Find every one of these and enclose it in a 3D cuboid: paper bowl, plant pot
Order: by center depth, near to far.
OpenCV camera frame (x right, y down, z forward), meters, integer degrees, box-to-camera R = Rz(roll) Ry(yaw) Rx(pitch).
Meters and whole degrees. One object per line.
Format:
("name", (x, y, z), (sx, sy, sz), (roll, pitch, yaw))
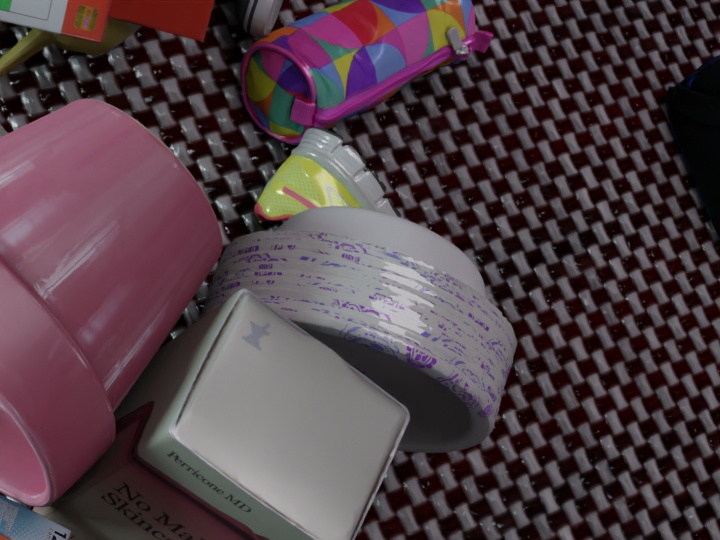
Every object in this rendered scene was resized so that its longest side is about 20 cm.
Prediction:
("plant pot", (-0.185, 0.004, 1.033), (0.200, 0.200, 0.179), (48, 65, -6))
("paper bowl", (0.002, 0.032, 1.159), (0.201, 0.201, 0.104), (28, 66, -21))

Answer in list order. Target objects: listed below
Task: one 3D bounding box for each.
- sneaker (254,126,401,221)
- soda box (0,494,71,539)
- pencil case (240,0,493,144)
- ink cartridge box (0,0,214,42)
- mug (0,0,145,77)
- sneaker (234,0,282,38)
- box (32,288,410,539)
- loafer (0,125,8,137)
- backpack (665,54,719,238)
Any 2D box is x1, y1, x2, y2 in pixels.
("sneaker", (0.000, 0.000, 1.272), (0.090, 0.078, 0.200), (-43, 100, -16))
("soda box", (-0.233, 0.224, 1.004), (0.064, 0.068, 0.200), (31, 54, -19))
("pencil case", (0.005, -0.162, 1.331), (0.200, 0.088, 0.088), (-30, 88, -36))
("ink cartridge box", (-0.180, -0.203, 1.109), (0.200, 0.109, 0.050), (12, 25, -12))
("mug", (-0.209, -0.217, 1.203), (0.153, 0.187, 0.149), (49, 18, -17))
("sneaker", (-0.078, -0.262, 1.324), (0.079, 0.078, 0.200), (14, 63, -3))
("box", (-0.088, 0.118, 1.067), (0.128, 0.200, 0.109), (37, 53, -14))
("loafer", (-0.211, -0.040, 1.145), (0.200, 0.070, 0.070), (27, 61, -13))
("backpack", (0.383, -0.136, 1.502), (0.168, 0.200, 0.163), (-19, 80, -38))
